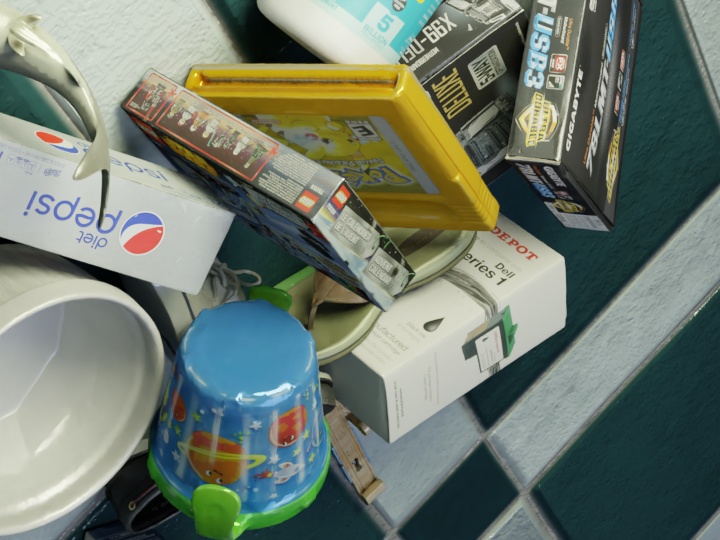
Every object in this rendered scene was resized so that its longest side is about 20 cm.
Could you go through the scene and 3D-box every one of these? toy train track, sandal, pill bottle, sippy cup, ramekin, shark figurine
[{"bbox_3d":[-0.009,0.155,1.892,0.115,0.033,0.200,-43,144,-13],"label":"toy train track"},{"bbox_3d":[0.000,-0.001,1.677,0.201,0.080,0.057,-38,142,-11],"label":"sandal"},{"bbox_3d":[0.024,-0.238,1.532,0.200,0.111,0.111,-54,144,2],"label":"pill bottle"},{"bbox_3d":[-0.084,0.095,1.541,0.139,0.178,0.131,-16,143,-21],"label":"sippy cup"},{"bbox_3d":[-0.247,0.077,1.506,0.200,0.105,0.201,-28,137,-29],"label":"ramekin"},{"bbox_3d":[-0.232,-0.127,1.353,0.090,0.214,0.128,-45,-161,59],"label":"shark figurine"}]

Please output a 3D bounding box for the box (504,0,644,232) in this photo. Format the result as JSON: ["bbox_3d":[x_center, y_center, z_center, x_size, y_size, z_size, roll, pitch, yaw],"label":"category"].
[{"bbox_3d":[0.171,-0.150,1.670,0.198,0.050,0.201,42,56,-69],"label":"box"}]

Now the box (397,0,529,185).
[{"bbox_3d":[0.072,-0.127,1.679,0.158,0.050,0.200,-37,153,-1],"label":"box"}]

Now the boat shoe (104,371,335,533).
[{"bbox_3d":[-0.106,0.144,1.700,0.201,0.063,0.074,-25,152,-6],"label":"boat shoe"}]

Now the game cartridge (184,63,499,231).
[{"bbox_3d":[-0.010,-0.087,1.576,0.200,0.176,0.033,52,47,-52],"label":"game cartridge"}]

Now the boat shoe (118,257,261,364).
[{"bbox_3d":[-0.117,0.023,1.628,0.086,0.075,0.202,-42,146,-13],"label":"boat shoe"}]

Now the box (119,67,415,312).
[{"bbox_3d":[-0.065,-0.057,1.510,0.040,0.200,0.137,-52,145,-9],"label":"box"}]

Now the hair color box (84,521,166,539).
[{"bbox_3d":[-0.149,0.296,1.714,0.060,0.200,0.100,-13,129,-41],"label":"hair color box"}]

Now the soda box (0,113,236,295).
[{"bbox_3d":[-0.189,-0.048,1.454,0.200,0.063,0.068,17,106,-34],"label":"soda box"}]

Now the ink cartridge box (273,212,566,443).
[{"bbox_3d":[0.051,0.029,1.756,0.200,0.146,0.084,-33,140,-26],"label":"ink cartridge box"}]
